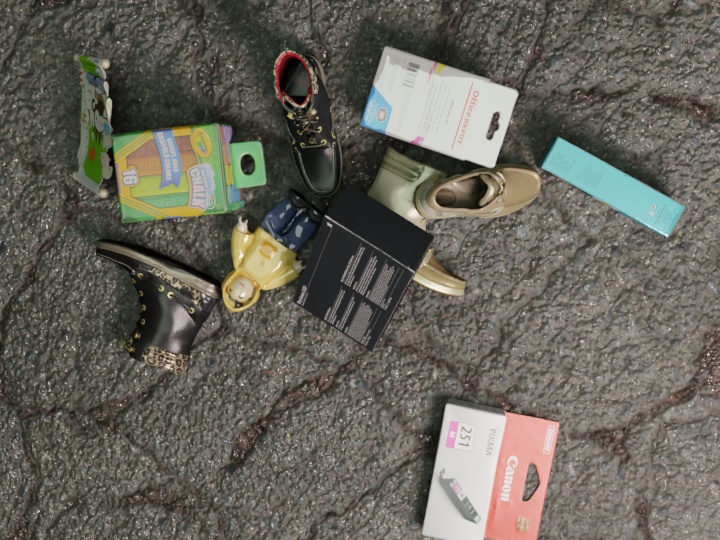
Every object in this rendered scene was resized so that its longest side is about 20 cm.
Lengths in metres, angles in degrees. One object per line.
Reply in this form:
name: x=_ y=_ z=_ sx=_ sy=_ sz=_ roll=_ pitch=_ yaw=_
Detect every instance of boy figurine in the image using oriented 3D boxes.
boy figurine: x=-0.140 y=-0.026 z=1.460 sx=0.124 sy=0.064 sz=0.200 roll=41 pitch=95 yaw=-9

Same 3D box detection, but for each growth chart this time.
growth chart: x=-0.383 y=-0.210 z=1.442 sx=0.018 sy=0.144 sz=0.204 roll=-2 pitch=99 yaw=-34

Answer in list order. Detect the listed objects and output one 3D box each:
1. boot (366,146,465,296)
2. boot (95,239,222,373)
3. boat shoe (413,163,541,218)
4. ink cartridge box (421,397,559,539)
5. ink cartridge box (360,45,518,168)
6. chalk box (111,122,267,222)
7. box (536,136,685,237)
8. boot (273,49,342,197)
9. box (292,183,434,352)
boot: x=0.090 y=-0.068 z=1.433 sx=0.198 sy=0.072 sz=0.156 roll=30 pitch=95 yaw=2
boot: x=-0.316 y=0.051 z=1.481 sx=0.197 sy=0.073 sz=0.153 roll=22 pitch=95 yaw=-4
boat shoe: x=0.173 y=-0.108 z=1.390 sx=0.197 sy=0.065 sz=0.074 roll=-8 pitch=93 yaw=-22
ink cartridge box: x=0.191 y=0.304 z=1.473 sx=0.171 sy=0.044 sz=0.204 roll=11 pitch=96 yaw=6
ink cartridge box: x=0.112 y=-0.226 z=1.407 sx=0.197 sy=0.068 sz=0.117 roll=20 pitch=98 yaw=9
chalk box: x=-0.234 y=-0.141 z=1.427 sx=0.196 sy=0.124 sz=0.127 roll=-6 pitch=96 yaw=6
box: x=0.345 y=-0.117 z=1.397 sx=0.198 sy=0.082 sz=0.050 roll=29 pitch=98 yaw=2
boot: x=-0.076 y=-0.202 z=1.391 sx=0.072 sy=0.154 sz=0.207 roll=-9 pitch=95 yaw=6
box: x=0.000 y=0.000 z=1.383 sx=0.140 sy=0.079 sz=0.201 roll=30 pitch=141 yaw=3
